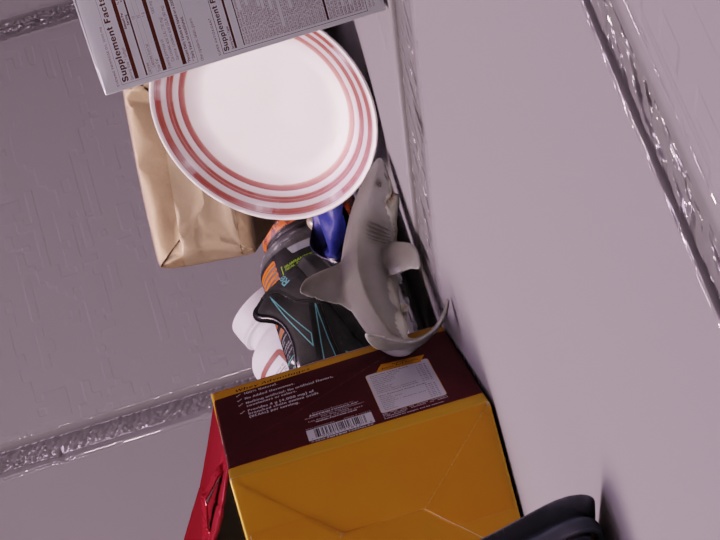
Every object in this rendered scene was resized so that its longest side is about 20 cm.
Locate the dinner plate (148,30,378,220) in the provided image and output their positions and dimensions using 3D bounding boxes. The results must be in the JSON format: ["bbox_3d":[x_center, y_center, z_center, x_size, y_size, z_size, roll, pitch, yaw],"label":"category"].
[{"bbox_3d":[-0.078,-0.132,1.674,0.024,0.200,0.200,-61,-38,-54],"label":"dinner plate"}]

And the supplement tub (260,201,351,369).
[{"bbox_3d":[-0.025,0.036,1.970,0.123,0.122,0.200,80,172,-62],"label":"supplement tub"}]

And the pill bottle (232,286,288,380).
[{"bbox_3d":[-0.037,0.104,2.065,0.200,0.112,0.112,48,167,20],"label":"pill bottle"}]

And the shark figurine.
[{"bbox_3d":[0.000,0.022,1.604,0.215,0.089,0.128,-104,22,-50],"label":"shark figurine"}]

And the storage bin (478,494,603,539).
[{"bbox_3d":[0.097,0.237,1.118,0.134,0.145,0.200,60,170,27],"label":"storage bin"}]

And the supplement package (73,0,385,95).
[{"bbox_3d":[-0.108,-0.234,1.424,0.191,0.200,0.147,-121,15,-72],"label":"supplement package"}]

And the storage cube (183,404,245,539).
[{"bbox_3d":[-0.057,0.225,1.867,0.180,0.200,0.171,-177,100,-78],"label":"storage cube"}]

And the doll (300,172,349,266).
[{"bbox_3d":[-0.019,-0.021,1.790,0.137,0.048,0.200,-120,12,-48],"label":"doll"}]

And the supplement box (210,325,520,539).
[{"bbox_3d":[0.002,0.155,1.553,0.200,0.197,0.133,-118,12,-73],"label":"supplement box"}]

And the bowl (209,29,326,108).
[{"bbox_3d":[-0.074,-0.186,1.801,0.200,0.074,0.200,77,-168,-51],"label":"bowl"}]

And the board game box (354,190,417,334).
[{"bbox_3d":[0.037,0.030,1.779,0.200,0.026,0.200,88,164,-74],"label":"board game box"}]

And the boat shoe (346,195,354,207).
[{"bbox_3d":[-0.028,-0.012,2.144,0.202,0.075,0.075,79,173,-57],"label":"boat shoe"}]

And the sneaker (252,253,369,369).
[{"bbox_3d":[-0.011,0.084,1.722,0.200,0.079,0.075,53,171,10],"label":"sneaker"}]

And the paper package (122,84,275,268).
[{"bbox_3d":[-0.139,-0.123,1.915,0.200,0.103,0.191,-68,-29,-67],"label":"paper package"}]
